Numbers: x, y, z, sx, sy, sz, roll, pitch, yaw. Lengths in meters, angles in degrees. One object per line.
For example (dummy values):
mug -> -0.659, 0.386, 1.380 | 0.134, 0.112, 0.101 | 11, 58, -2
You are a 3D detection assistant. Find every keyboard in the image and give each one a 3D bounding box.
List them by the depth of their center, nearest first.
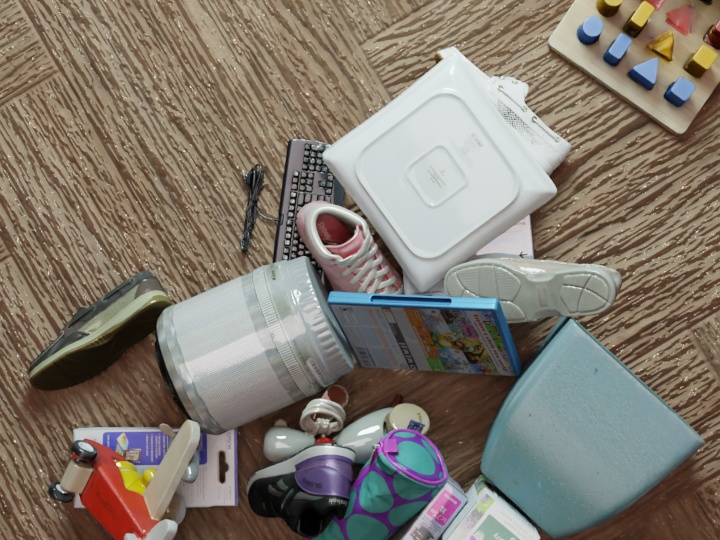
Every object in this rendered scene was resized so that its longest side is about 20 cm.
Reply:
keyboard -> -0.088, -0.060, 1.767 | 0.127, 0.021, 0.201 | 7, 86, 2

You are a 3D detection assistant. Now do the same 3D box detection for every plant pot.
plant pot -> 0.243, 0.189, 1.665 | 0.196, 0.196, 0.200 | 43, 96, 3

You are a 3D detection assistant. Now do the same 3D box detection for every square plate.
square plate -> 0.087, -0.110, 1.652 | 0.198, 0.028, 0.200 | -37, 89, 12

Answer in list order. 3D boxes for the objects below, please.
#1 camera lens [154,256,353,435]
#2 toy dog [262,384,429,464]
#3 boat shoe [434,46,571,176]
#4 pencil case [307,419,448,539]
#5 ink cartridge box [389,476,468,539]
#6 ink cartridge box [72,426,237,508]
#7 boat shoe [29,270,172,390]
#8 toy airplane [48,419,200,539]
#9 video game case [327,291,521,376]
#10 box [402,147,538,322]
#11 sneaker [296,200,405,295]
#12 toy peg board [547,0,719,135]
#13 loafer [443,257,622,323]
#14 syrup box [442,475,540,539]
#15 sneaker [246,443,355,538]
camera lens -> -0.126, 0.088, 1.686 | 0.199, 0.160, 0.160 | -23, 86, 4
toy dog -> -0.010, 0.181, 1.711 | 0.199, 0.097, 0.132 | 18, 129, -25
boat shoe -> 0.172, -0.200, 1.744 | 0.069, 0.071, 0.200 | -43, 94, -3
pencil case -> 0.015, 0.262, 1.666 | 0.092, 0.085, 0.200 | 31, 127, -9
ink cartridge box -> 0.047, 0.324, 1.692 | 0.042, 0.119, 0.200 | 40, 89, -2
ink cartridge box -> -0.245, 0.236, 1.749 | 0.199, 0.037, 0.095 | -1, 88, 4
boat shoe -> -0.316, 0.072, 1.749 | 0.201, 0.072, 0.066 | -33, 57, 12
toy airplane -> -0.246, 0.279, 1.663 | 0.199, 0.141, 0.200 | -16, 74, 34
video game case -> 0.075, 0.073, 1.673 | 0.199, 0.143, 0.018 | 2, 55, 21
box -> 0.123, -0.036, 1.688 | 0.155, 0.041, 0.201 | -5, 94, 10
sneaker -> 0.000, 0.000, 1.713 | 0.075, 0.105, 0.200 | -40, 93, -8
toy peg board -> 0.361, -0.302, 1.726 | 0.200, 0.098, 0.199 | 35, 88, 4
loafer -> 0.195, 0.019, 1.633 | 0.199, 0.063, 0.072 | 2, 105, 25
syrup box -> 0.145, 0.295, 1.650 | 0.079, 0.200, 0.082 | 39, 89, 4
sneaker -> -0.076, 0.267, 1.662 | 0.076, 0.200, 0.088 | 15, 60, -25
